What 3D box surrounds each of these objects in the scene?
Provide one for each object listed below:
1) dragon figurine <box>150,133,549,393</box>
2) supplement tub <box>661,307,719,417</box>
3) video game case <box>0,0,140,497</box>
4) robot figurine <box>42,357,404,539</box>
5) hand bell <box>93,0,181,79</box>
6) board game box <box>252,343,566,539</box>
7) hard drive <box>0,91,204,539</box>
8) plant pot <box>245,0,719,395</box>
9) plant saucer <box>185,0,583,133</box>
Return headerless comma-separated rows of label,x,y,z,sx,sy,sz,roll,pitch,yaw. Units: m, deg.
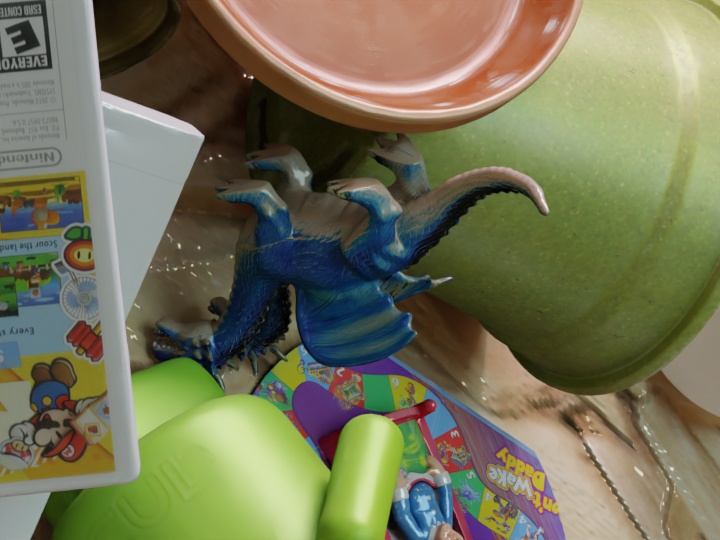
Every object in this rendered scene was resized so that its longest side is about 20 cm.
dragon figurine,0.000,0.000,1.032,0.059,0.199,0.100,-54,135,-54
supplement tub,0.252,-0.011,1.359,0.200,0.140,0.141,-34,105,-47
video game case,-0.181,-0.008,0.828,0.023,0.199,0.183,-113,-163,-76
robot figurine,-0.044,0.131,0.976,0.115,0.176,0.200,-17,59,-48
hand bell,-0.143,-0.185,1.023,0.104,0.104,0.201,9,61,-47
board game box,0.033,0.113,1.124,0.200,0.039,0.159,35,51,-23
hard drive,-0.153,0.021,0.883,0.131,0.027,0.201,18,102,-31
plant pot,0.056,-0.063,1.136,0.184,0.200,0.202,19,65,-32
plant saucer,0.002,-0.150,1.029,0.199,0.032,0.201,10,66,-24
